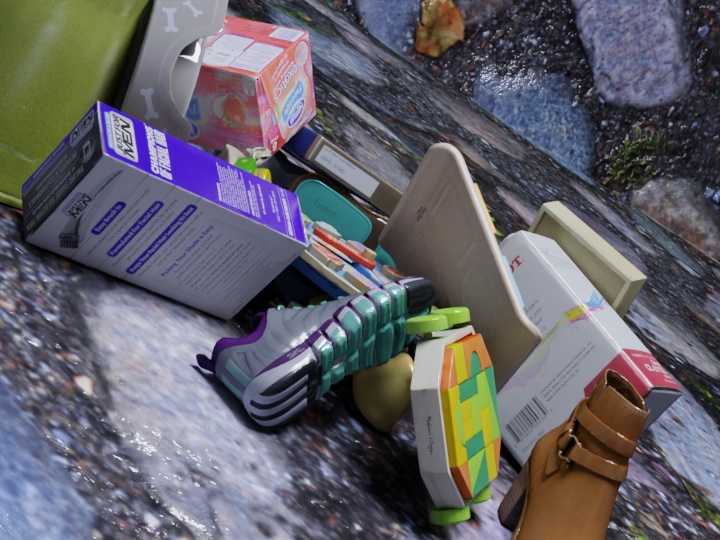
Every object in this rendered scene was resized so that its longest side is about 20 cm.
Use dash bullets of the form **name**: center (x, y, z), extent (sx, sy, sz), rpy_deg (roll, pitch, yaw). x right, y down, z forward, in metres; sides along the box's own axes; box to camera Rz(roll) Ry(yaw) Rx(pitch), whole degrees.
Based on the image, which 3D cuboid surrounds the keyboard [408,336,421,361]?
- **keyboard**: center (0.045, 0.072, 1.472), extent (0.199, 0.021, 0.127), rpy_deg (28, 15, -24)

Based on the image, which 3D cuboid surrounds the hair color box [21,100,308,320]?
- **hair color box**: center (-0.152, -0.042, 1.193), extent (0.199, 0.109, 0.065), rpy_deg (23, 38, -38)

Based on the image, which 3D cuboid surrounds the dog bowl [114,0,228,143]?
- **dog bowl**: center (-0.170, -0.154, 1.271), extent (0.058, 0.201, 0.200), rpy_deg (18, 19, -15)

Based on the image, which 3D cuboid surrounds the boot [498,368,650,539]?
- **boot**: center (0.179, 0.173, 1.184), extent (0.073, 0.155, 0.200), rpy_deg (29, 16, -22)

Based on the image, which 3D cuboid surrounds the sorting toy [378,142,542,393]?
- **sorting toy**: center (0.090, 0.012, 1.366), extent (0.036, 0.185, 0.201), rpy_deg (-14, 66, -25)

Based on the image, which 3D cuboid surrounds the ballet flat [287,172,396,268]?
- **ballet flat**: center (0.008, -0.026, 1.509), extent (0.199, 0.068, 0.072), rpy_deg (36, 2, -7)

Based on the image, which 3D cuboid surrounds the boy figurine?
- **boy figurine**: center (-0.008, 0.059, 1.308), extent (0.124, 0.065, 0.200), rpy_deg (18, 23, -50)

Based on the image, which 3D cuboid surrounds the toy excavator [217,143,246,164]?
- **toy excavator**: center (-0.214, -0.140, 1.406), extent (0.193, 0.100, 0.201), rpy_deg (4, 44, -45)

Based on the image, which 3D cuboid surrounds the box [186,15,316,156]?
- **box**: center (-0.154, -0.188, 1.494), extent (0.198, 0.095, 0.103), rpy_deg (14, 39, 25)

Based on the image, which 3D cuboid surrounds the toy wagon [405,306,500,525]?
- **toy wagon**: center (0.079, 0.108, 1.202), extent (0.039, 0.157, 0.200), rpy_deg (-6, 2, 19)

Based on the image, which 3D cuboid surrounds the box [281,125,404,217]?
- **box**: center (-0.032, -0.111, 1.559), extent (0.121, 0.033, 0.200), rpy_deg (33, 0, -25)

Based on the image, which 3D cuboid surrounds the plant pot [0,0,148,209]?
- **plant pot**: center (-0.270, -0.183, 1.229), extent (0.199, 0.194, 0.201), rpy_deg (32, 15, -10)

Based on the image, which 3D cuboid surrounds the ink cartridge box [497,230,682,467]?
- **ink cartridge box**: center (0.176, 0.084, 1.415), extent (0.083, 0.146, 0.200), rpy_deg (10, 38, -56)

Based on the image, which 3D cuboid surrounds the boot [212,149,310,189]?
- **boot**: center (-0.125, -0.108, 1.584), extent (0.095, 0.074, 0.200), rpy_deg (35, 5, 23)

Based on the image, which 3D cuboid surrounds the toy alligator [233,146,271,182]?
- **toy alligator**: center (-0.108, -0.065, 1.335), extent (0.059, 0.055, 0.200), rpy_deg (3, 15, 9)

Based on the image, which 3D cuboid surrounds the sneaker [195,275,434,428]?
- **sneaker**: center (-0.030, 0.040, 1.171), extent (0.087, 0.075, 0.199), rpy_deg (34, 44, 29)

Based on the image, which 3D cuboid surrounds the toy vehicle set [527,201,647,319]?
- **toy vehicle set**: center (0.185, 0.049, 1.500), extent (0.026, 0.201, 0.124), rpy_deg (-9, 45, -46)

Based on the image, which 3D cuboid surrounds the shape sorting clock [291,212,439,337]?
- **shape sorting clock**: center (0.000, 0.000, 1.317), extent (0.199, 0.039, 0.200), rpy_deg (32, 13, -8)
